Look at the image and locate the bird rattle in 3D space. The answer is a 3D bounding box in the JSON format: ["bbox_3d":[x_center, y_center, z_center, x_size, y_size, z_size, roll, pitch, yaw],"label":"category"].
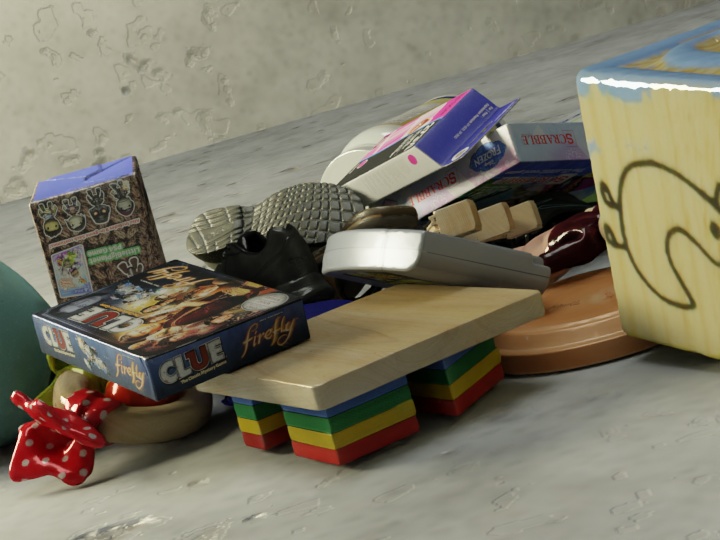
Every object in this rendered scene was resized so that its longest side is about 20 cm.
[{"bbox_3d":[-0.200,0.100,1.620,0.162,0.113,0.200,-1,11,-9],"label":"bird rattle"}]

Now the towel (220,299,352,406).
[{"bbox_3d":[-0.058,0.071,1.693,0.147,0.050,0.200,-9,10,-3],"label":"towel"}]

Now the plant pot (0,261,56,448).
[{"bbox_3d":[-0.330,0.077,1.744,0.134,0.201,0.200,13,10,-4],"label":"plant pot"}]

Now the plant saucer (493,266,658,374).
[{"bbox_3d":[0.182,0.032,1.564,0.199,0.032,0.200,-16,10,3],"label":"plant saucer"}]

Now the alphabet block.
[{"bbox_3d":[0.291,-0.064,1.393,0.196,0.201,0.195,-20,16,-24],"label":"alphabet block"}]

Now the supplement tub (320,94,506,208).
[{"bbox_3d":[0.061,-0.090,2.068,0.144,0.145,0.200,-8,13,36],"label":"supplement tub"}]

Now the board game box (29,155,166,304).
[{"bbox_3d":[-0.219,0.013,1.797,0.096,0.201,0.159,-16,11,-4],"label":"board game box"}]

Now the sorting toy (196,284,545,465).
[{"bbox_3d":[0.009,0.076,1.488,0.198,0.070,0.200,-21,11,-28],"label":"sorting toy"}]

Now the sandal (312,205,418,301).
[{"bbox_3d":[0.000,0.000,1.845,0.081,0.055,0.200,-5,-21,-30],"label":"sandal"}]

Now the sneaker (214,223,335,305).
[{"bbox_3d":[-0.104,0.014,1.871,0.200,0.091,0.076,-24,-5,43],"label":"sneaker"}]

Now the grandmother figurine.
[{"bbox_3d":[0.172,-0.020,1.658,0.200,0.061,0.121,-25,20,47],"label":"grandmother figurine"}]

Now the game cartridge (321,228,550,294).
[{"bbox_3d":[0.049,-0.004,1.614,0.132,0.041,0.200,16,-7,-21],"label":"game cartridge"}]

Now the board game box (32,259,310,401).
[{"bbox_3d":[-0.148,0.042,1.539,0.135,0.035,0.200,-22,20,-29],"label":"board game box"}]

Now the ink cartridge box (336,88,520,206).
[{"bbox_3d":[0.057,-0.113,1.853,0.095,0.037,0.200,-46,14,-32],"label":"ink cartridge box"}]

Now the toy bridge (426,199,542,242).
[{"bbox_3d":[0.094,-0.035,1.678,0.067,0.027,0.200,-20,-6,20],"label":"toy bridge"}]

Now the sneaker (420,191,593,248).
[{"bbox_3d":[0.131,-0.027,1.830,0.199,0.076,0.079,-20,14,-21],"label":"sneaker"}]

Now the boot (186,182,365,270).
[{"bbox_3d":[-0.058,-0.018,1.943,0.199,0.131,0.068,-8,57,29],"label":"boot"}]

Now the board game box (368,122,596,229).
[{"bbox_3d":[0.144,-0.084,1.894,0.199,0.041,0.199,-5,-17,-42],"label":"board game box"}]

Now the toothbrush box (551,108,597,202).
[{"bbox_3d":[0.296,-0.133,2.102,0.199,0.087,0.145,-9,12,42],"label":"toothbrush box"}]
